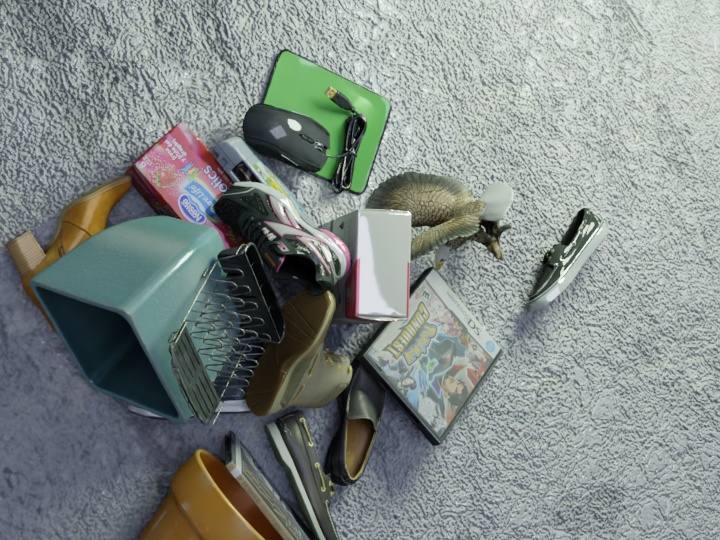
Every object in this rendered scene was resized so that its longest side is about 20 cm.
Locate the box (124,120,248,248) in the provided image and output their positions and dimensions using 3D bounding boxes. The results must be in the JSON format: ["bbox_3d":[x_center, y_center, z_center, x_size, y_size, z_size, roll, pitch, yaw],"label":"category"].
[{"bbox_3d":[-0.223,-0.094,1.499,0.095,0.099,0.201,-44,102,-18],"label":"box"}]

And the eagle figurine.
[{"bbox_3d":[0.123,-0.066,1.612,0.197,0.151,0.154,8,90,-23],"label":"eagle figurine"}]

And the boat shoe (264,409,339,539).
[{"bbox_3d":[-0.070,0.300,1.545,0.060,0.072,0.204,-24,93,-17],"label":"boat shoe"}]

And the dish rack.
[{"bbox_3d":[-0.166,0.083,1.341,0.201,0.054,0.155,-66,146,-44],"label":"dish rack"}]

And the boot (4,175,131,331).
[{"bbox_3d":[-0.363,-0.023,1.463,0.200,0.071,0.145,-35,105,-17],"label":"boot"}]

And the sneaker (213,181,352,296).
[{"bbox_3d":[-0.107,-0.040,1.411,0.198,0.081,0.087,29,38,3],"label":"sneaker"}]

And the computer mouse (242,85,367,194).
[{"bbox_3d":[-0.069,-0.212,1.575,0.198,0.046,0.143,26,76,-30],"label":"computer mouse"}]

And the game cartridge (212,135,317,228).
[{"bbox_3d":[-0.126,-0.105,1.521,0.040,0.133,0.201,-39,98,5],"label":"game cartridge"}]

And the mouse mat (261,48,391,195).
[{"bbox_3d":[-0.057,-0.222,1.625,0.197,0.008,0.164,22,79,-18],"label":"mouse mat"}]

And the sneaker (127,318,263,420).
[{"bbox_3d":[-0.224,0.125,1.487,0.199,0.077,0.149,-3,98,-31],"label":"sneaker"}]

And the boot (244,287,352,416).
[{"bbox_3d":[-0.061,0.112,1.504,0.154,0.073,0.202,6,116,-54],"label":"boot"}]

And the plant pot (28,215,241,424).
[{"bbox_3d":[-0.265,0.040,1.404,0.200,0.193,0.198,-49,136,-33],"label":"plant pot"}]

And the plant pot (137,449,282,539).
[{"bbox_3d":[-0.212,0.375,1.431,0.183,0.200,0.200,-44,102,-3],"label":"plant pot"}]

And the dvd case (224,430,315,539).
[{"bbox_3d":[-0.120,0.319,1.485,0.016,0.149,0.201,-37,100,-1],"label":"dvd case"}]

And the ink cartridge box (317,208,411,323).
[{"bbox_3d":[0.000,0.000,1.528,0.081,0.200,0.150,3,84,-19],"label":"ink cartridge box"}]

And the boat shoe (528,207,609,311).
[{"bbox_3d":[0.323,-0.019,1.733,0.057,0.069,0.200,44,66,-4],"label":"boat shoe"}]

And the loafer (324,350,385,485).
[{"bbox_3d":[0.004,0.215,1.581,0.072,0.072,0.204,14,80,-18],"label":"loafer"}]

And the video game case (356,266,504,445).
[{"bbox_3d":[0.109,0.126,1.629,0.181,0.025,0.200,49,56,-12],"label":"video game case"}]
